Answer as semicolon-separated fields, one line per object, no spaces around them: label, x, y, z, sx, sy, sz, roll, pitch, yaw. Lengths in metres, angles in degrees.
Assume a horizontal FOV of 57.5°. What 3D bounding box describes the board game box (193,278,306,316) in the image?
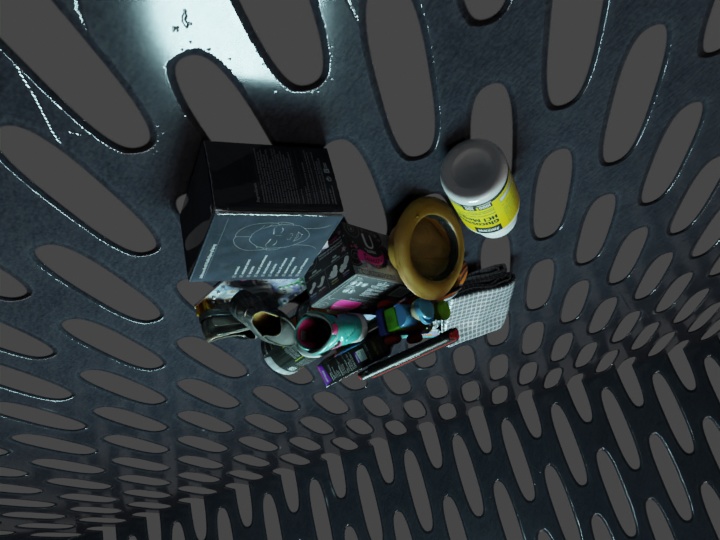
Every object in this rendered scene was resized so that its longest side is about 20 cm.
board game box;-0.211;0.052;1.357;0.198;0.026;0.199;12;143;-45

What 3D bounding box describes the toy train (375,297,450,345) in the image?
toy train;0.131;0.089;1.287;0.115;0.087;0.198;-24;162;39

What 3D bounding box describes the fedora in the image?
fedora;0.113;-0.042;1.228;0.198;0.206;0.081;9;175;-43

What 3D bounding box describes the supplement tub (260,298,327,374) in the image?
supplement tub;-0.126;0.144;1.480;0.121;0.125;0.199;10;145;-44

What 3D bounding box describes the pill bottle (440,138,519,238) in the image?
pill bottle;0.213;-0.131;1.130;0.111;0.115;0.200;-22;154;15

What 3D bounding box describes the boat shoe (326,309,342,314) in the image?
boat shoe;-0.011;0.039;1.399;0.071;0.073;0.198;-22;179;39

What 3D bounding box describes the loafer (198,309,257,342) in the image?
loafer;-0.243;0.123;1.375;0.197;0.064;0.072;5;147;-37

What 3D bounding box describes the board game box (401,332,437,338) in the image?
board game box;0.213;0.115;1.717;0.149;0.046;0.200;2;149;-34

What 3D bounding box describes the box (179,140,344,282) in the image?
box;-0.156;-0.083;0.995;0.193;0.126;0.200;-3;153;-29

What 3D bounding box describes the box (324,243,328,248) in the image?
box;-0.155;-0.040;1.185;0.195;0.042;0.039;-15;155;0

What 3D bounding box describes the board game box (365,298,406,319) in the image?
board game box;0.045;0.089;1.544;0.101;0.020;0.199;-24;167;17

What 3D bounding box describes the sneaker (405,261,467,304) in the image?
sneaker;0.189;0.023;1.394;0.199;0.078;0.112;-39;-178;-37

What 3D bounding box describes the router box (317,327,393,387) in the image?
router box;-0.004;0.174;1.382;0.147;0.052;0.200;-28;178;5

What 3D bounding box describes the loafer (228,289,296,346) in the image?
loafer;-0.183;0.114;1.323;0.073;0.072;0.199;-53;139;-1

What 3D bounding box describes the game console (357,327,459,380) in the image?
game console;0.099;0.162;1.290;0.197;0.032;0.177;-27;168;11

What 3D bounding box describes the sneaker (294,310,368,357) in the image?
sneaker;-0.091;0.132;1.296;0.119;0.086;0.198;5;158;-44

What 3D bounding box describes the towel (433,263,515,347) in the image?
towel;0.270;0.085;1.575;0.196;0.086;0.168;-16;137;-17

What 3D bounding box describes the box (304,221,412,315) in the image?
box;0.000;0.000;1.271;0.131;0.117;0.198;-34;152;32

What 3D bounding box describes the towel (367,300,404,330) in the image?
towel;0.048;0.103;1.432;0.151;0.024;0.199;-32;174;38
